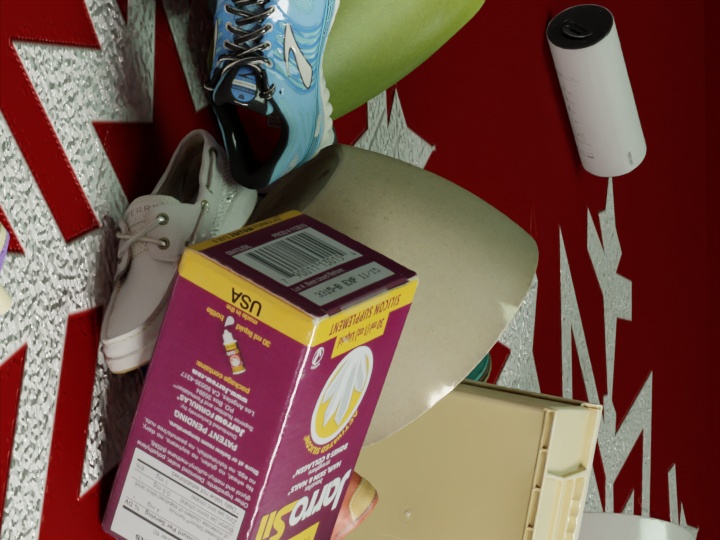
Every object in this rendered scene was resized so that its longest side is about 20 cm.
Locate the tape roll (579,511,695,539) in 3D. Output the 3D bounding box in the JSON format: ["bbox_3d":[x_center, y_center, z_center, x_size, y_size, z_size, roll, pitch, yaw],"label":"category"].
[{"bbox_3d":[0.221,0.273,2.395,0.203,0.201,0.037,49,40,-62],"label":"tape roll"}]

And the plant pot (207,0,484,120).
[{"bbox_3d":[-0.026,-0.192,1.803,0.200,0.186,0.188,-56,140,-43],"label":"plant pot"}]

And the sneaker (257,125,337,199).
[{"bbox_3d":[-0.042,-0.056,1.821,0.200,0.070,0.100,-70,149,-75],"label":"sneaker"}]

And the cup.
[{"bbox_3d":[0.000,0.000,1.687,0.143,0.200,0.201,46,33,-18],"label":"cup"}]

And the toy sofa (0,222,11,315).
[{"bbox_3d":[-0.215,0.075,1.219,0.083,0.097,0.201,61,29,-52],"label":"toy sofa"}]

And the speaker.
[{"bbox_3d":[0.271,-0.205,2.875,0.082,0.081,0.201,-77,155,-44],"label":"speaker"}]

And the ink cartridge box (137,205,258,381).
[{"bbox_3d":[-0.091,0.053,1.714,0.200,0.040,0.201,-76,155,-46],"label":"ink cartridge box"}]

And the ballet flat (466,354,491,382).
[{"bbox_3d":[0.066,0.118,2.180,0.200,0.070,0.071,-58,140,-63],"label":"ballet flat"}]

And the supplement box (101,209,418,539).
[{"bbox_3d":[-0.062,0.081,1.536,0.131,0.103,0.201,-24,137,-58],"label":"supplement box"}]

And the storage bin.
[{"bbox_3d":[0.051,0.176,1.815,0.094,0.199,0.200,10,90,-66],"label":"storage bin"}]

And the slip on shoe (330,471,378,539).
[{"bbox_3d":[-0.043,0.204,1.683,0.201,0.061,0.074,-64,178,36],"label":"slip on shoe"}]

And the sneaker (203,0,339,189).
[{"bbox_3d":[-0.059,-0.140,1.592,0.090,0.078,0.201,-56,147,-52],"label":"sneaker"}]

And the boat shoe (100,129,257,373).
[{"bbox_3d":[-0.127,-0.016,1.586,0.070,0.070,0.201,59,30,-28],"label":"boat shoe"}]

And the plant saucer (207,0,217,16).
[{"bbox_3d":[-0.069,-0.270,1.700,0.201,0.038,0.203,-175,-90,-76],"label":"plant saucer"}]
